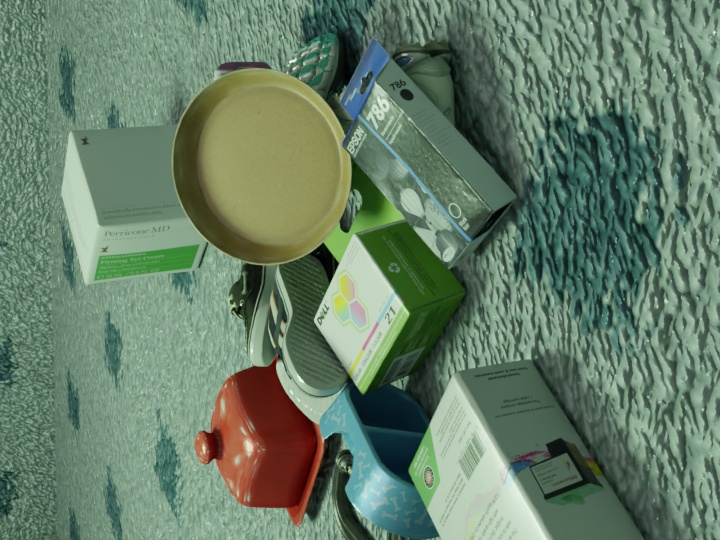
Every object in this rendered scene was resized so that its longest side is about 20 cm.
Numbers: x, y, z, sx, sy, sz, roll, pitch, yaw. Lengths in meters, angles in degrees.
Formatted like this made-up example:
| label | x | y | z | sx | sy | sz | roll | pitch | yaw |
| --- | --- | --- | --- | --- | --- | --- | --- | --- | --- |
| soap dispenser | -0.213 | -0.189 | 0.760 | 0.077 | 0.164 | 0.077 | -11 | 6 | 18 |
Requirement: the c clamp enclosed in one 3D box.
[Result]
| label | x | y | z | sx | sy | sz | roll | pitch | yaw |
| --- | --- | --- | --- | --- | --- | --- | --- | --- | --- |
| c clamp | 0.015 | 0.274 | 1.160 | 0.200 | 0.027 | 0.171 | 29 | 126 | 57 |

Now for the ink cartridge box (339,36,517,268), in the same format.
| label | x | y | z | sx | sy | sz | roll | pitch | yaw |
| --- | --- | --- | --- | --- | --- | --- | --- | --- | --- |
| ink cartridge box | 0.046 | -0.106 | 0.908 | 0.200 | 0.039 | 0.100 | 50 | 145 | 13 |

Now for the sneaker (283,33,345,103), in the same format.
| label | x | y | z | sx | sy | sz | roll | pitch | yaw |
| --- | --- | --- | --- | --- | --- | --- | --- | --- | --- |
| sneaker | -0.042 | -0.166 | 1.116 | 0.077 | 0.091 | 0.201 | -6 | 66 | 36 |

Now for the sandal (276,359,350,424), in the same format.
| label | x | y | z | sx | sy | sz | roll | pitch | yaw |
| --- | --- | --- | --- | --- | --- | --- | --- | --- | --- |
| sandal | -0.026 | 0.148 | 1.189 | 0.202 | 0.050 | 0.083 | 19 | 128 | 48 |

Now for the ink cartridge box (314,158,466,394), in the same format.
| label | x | y | z | sx | sy | sz | roll | pitch | yaw |
| --- | --- | --- | --- | --- | --- | --- | --- | --- | --- |
| ink cartridge box | 0.000 | 0.000 | 1.021 | 0.200 | 0.076 | 0.148 | 54 | 143 | 24 |

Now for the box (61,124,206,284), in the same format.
| label | x | y | z | sx | sy | sz | roll | pitch | yaw |
| --- | --- | --- | --- | --- | --- | --- | --- | --- | --- |
| box | -0.367 | -0.111 | 1.645 | 0.200 | 0.199 | 0.171 | 67 | 149 | 28 |

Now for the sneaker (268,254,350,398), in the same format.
| label | x | y | z | sx | sy | sz | roll | pitch | yaw |
| --- | --- | --- | --- | --- | --- | --- | --- | --- | --- |
| sneaker | -0.056 | 0.075 | 1.101 | 0.200 | 0.078 | 0.080 | -103 | 21 | -46 |

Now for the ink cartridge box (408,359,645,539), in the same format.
| label | x | y | z | sx | sy | sz | roll | pitch | yaw |
| --- | --- | --- | --- | --- | --- | --- | --- | --- | --- |
| ink cartridge box | 0.132 | 0.198 | 0.831 | 0.200 | 0.084 | 0.145 | 62 | 147 | 38 |

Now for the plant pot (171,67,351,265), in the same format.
| label | x | y | z | sx | sy | sz | roll | pitch | yaw |
| --- | --- | --- | --- | --- | --- | --- | --- | --- | --- |
| plant pot | -0.099 | -0.106 | 1.030 | 0.027 | 0.199 | 0.201 | -32 | -56 | -69 |

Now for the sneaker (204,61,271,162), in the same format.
| label | x | y | z | sx | sy | sz | roll | pitch | yaw |
| --- | --- | --- | --- | --- | --- | --- | --- | --- | --- |
| sneaker | -0.134 | -0.164 | 1.150 | 0.200 | 0.080 | 0.089 | -91 | 1 | -56 |

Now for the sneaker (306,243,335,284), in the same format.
| label | x | y | z | sx | sy | sz | roll | pitch | yaw |
| --- | --- | --- | --- | --- | --- | --- | --- | --- | --- |
| sneaker | -0.058 | 0.013 | 1.224 | 0.083 | 0.071 | 0.200 | -82 | 3 | -56 |

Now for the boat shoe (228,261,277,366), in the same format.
| label | x | y | z | sx | sy | sz | roll | pitch | yaw |
| --- | --- | --- | --- | --- | --- | --- | --- | --- | --- |
| boat shoe | -0.133 | 0.041 | 1.276 | 0.071 | 0.063 | 0.200 | 80 | -171 | -45 |

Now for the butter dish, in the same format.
| label | x | y | z | sx | sy | sz | roll | pitch | yaw |
| --- | --- | --- | --- | --- | --- | --- | --- | --- | --- |
| butter dish | -0.147 | 0.223 | 1.332 | 0.200 | 0.147 | 0.200 | 59 | 146 | 40 |

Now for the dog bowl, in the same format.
| label | x | y | z | sx | sy | sz | roll | pitch | yaw |
| --- | --- | --- | --- | --- | --- | --- | --- | --- | --- |
| dog bowl | 0.031 | 0.178 | 0.998 | 0.050 | 0.111 | 0.200 | -68 | 28 | 22 |

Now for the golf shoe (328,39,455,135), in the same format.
| label | x | y | z | sx | sy | sz | roll | pitch | yaw |
| --- | --- | --- | --- | --- | --- | --- | --- | --- | --- |
| golf shoe | 0.027 | -0.145 | 0.983 | 0.200 | 0.078 | 0.098 | -28 | 77 | 63 |
